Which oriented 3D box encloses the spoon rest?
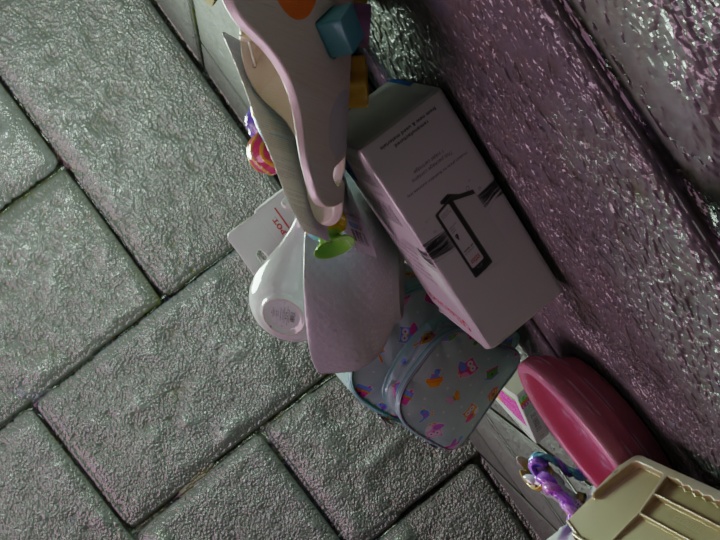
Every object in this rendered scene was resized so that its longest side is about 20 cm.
[{"bbox_3d":[-0.067,-0.002,1.006,0.098,0.061,0.201,17,130,5],"label":"spoon rest"}]

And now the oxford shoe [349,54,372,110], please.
[{"bbox_3d":[0.011,-0.144,0.930,0.073,0.071,0.201,15,149,34],"label":"oxford shoe"}]

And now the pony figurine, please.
[{"bbox_3d":[0.270,0.299,1.091,0.199,0.167,0.193,38,-176,-2],"label":"pony figurine"}]

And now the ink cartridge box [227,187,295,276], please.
[{"bbox_3d":[-0.040,-0.059,1.069,0.116,0.199,0.067,54,-174,-9],"label":"ink cartridge box"}]

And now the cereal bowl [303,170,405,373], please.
[{"bbox_3d":[0.000,0.000,0.915,0.200,0.082,0.203,-1,-90,-84],"label":"cereal bowl"}]

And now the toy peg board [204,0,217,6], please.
[{"bbox_3d":[-0.215,-0.417,1.071,0.199,0.098,0.200,39,180,-14],"label":"toy peg board"}]

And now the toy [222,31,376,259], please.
[{"bbox_3d":[-0.062,-0.096,0.799,0.115,0.047,0.201,18,-138,-57],"label":"toy"}]

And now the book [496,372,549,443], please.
[{"bbox_3d":[0.197,0.156,1.305,0.134,0.048,0.200,49,175,32],"label":"book"}]

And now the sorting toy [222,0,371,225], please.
[{"bbox_3d":[-0.036,-0.127,0.671,0.200,0.105,0.183,112,152,-86],"label":"sorting toy"}]

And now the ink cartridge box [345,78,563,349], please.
[{"bbox_3d":[0.065,-0.051,0.791,0.201,0.084,0.146,55,176,-20],"label":"ink cartridge box"}]

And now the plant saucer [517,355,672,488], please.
[{"bbox_3d":[0.230,0.157,0.896,0.201,0.051,0.201,54,176,6],"label":"plant saucer"}]

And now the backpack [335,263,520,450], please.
[{"bbox_3d":[0.067,0.094,1.063,0.199,0.177,0.153,31,-170,-27],"label":"backpack"}]

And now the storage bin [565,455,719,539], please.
[{"bbox_3d":[0.282,0.268,0.728,0.201,0.093,0.198,54,168,-17],"label":"storage bin"}]
